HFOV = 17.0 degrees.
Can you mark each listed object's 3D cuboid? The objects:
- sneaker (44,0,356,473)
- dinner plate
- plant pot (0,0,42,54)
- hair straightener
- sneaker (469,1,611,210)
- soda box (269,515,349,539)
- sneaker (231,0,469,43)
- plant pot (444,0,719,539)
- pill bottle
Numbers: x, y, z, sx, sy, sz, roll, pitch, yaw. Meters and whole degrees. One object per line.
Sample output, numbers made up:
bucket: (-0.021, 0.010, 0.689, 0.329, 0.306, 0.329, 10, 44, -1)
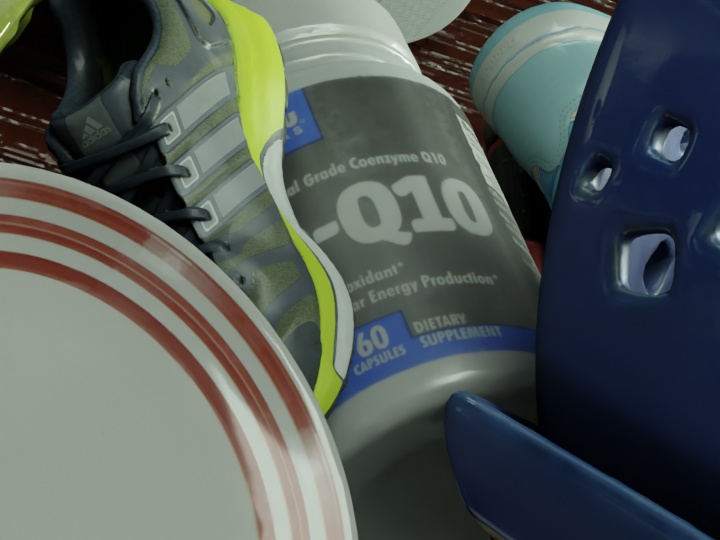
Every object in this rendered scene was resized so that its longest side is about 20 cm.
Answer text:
sneaker: (-0.061, -0.019, 0.765, 0.081, 0.074, 0.200, 29, 33, -45)
dinner plate: (-0.086, 0.065, 0.644, 0.200, 0.024, 0.201, 18, 57, -30)
plant pot: (-0.210, -0.098, 0.782, 0.184, 0.200, 0.201, 36, 38, -8)
hair straightener: (0.078, 0.004, 0.953, 0.077, 0.041, 0.200, 32, 29, -27)
sneaker: (0.140, -0.022, 0.950, 0.199, 0.080, 0.131, 13, 37, -33)
soda box: (0.033, 0.139, 0.692, 0.199, 0.064, 0.068, 22, 58, 18)
sneaker: (-0.050, -0.137, 1.000, 0.200, 0.071, 0.099, -10, 48, -42)
plant pot: (0.156, 0.042, 0.711, 0.200, 0.180, 0.200, 30, 0, 33)
pill bottle: (0.000, 0.000, 0.840, 0.113, 0.114, 0.200, 2, 46, -28)
